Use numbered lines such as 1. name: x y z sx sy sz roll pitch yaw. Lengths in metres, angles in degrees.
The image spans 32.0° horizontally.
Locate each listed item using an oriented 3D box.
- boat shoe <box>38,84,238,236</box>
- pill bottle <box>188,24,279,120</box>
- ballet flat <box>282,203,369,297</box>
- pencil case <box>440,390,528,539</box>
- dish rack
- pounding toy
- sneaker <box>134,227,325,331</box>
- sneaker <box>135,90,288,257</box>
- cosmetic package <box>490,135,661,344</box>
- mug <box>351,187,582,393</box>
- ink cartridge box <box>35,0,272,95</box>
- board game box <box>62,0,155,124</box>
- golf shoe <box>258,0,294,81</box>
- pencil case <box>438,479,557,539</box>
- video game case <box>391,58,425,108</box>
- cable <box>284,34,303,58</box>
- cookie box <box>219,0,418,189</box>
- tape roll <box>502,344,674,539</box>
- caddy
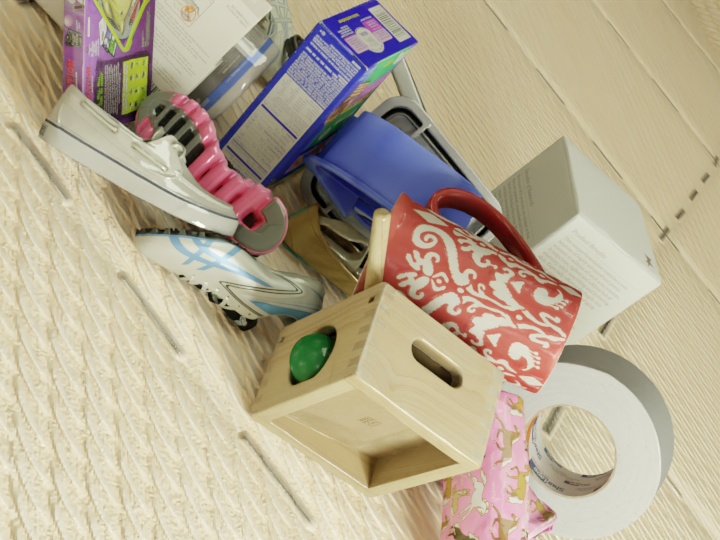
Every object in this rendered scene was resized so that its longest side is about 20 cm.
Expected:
1. boat shoe: -0.193 -0.100 1.154 0.199 0.066 0.072 30 2 -9
2. pill bottle: -0.193 -0.268 1.344 0.200 0.114 0.114 45 29 -12
3. ballet flat: 0.000 0.000 1.370 0.200 0.063 0.069 38 29 -25
4. pencil case: 0.115 0.215 1.197 0.082 0.087 0.201 7 68 -13
5. dish rack: 0.047 -0.079 1.449 0.200 0.171 0.044 50 0 -2
6. pounding toy: 0.014 0.081 1.132 0.200 0.184 0.143 38 51 -24
7. sneaker: -0.123 0.012 1.179 0.199 0.072 0.073 24 79 -26
8. sneaker: -0.152 -0.089 1.252 0.200 0.079 0.095 51 -10 5
9. cosmetic package: 0.248 -0.024 1.619 0.167 0.200 0.167 36 32 -28
10. mug: 0.111 0.008 1.212 0.199 0.178 0.133 25 -10 4
11. ink cartridge box: -0.212 -0.278 1.256 0.200 0.176 0.045 47 17 -10
12. board game box: -0.236 -0.235 1.187 0.032 0.201 0.120 12 20 16
13. golf shoe: -0.117 -0.307 1.566 0.097 0.078 0.201 52 29 -37
14. pencil case: 0.119 0.200 1.300 0.201 0.086 0.083 58 -3 10
15. video game case: 0.085 -0.164 1.586 0.182 0.023 0.201 45 25 -76
16. cable: -0.030 -0.192 1.521 0.097 0.050 0.201 -11 85 -62
17. cookie box: -0.049 -0.188 1.365 0.075 0.200 0.171 45 28 1
18. tape roll: 0.233 0.185 1.357 0.201 0.200 0.066 54 28 4
19. caddy: 0.032 -0.081 1.352 0.200 0.105 0.141 35 -6 -12
